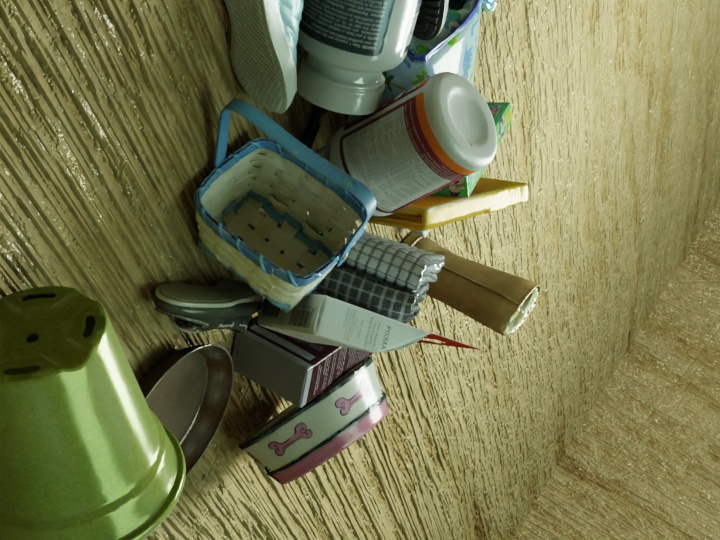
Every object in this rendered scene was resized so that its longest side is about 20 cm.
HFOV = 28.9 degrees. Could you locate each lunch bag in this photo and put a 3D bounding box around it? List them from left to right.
[{"bbox_3d":[0.074,-0.237,1.604,0.200,0.127,0.170,-43,150,-38],"label":"lunch bag"}]

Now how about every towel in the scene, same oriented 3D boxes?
[{"bbox_3d":[0.000,0.000,1.611,0.200,0.165,0.086,-9,117,-81],"label":"towel"}]

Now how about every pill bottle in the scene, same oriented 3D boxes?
[{"bbox_3d":[-0.001,-0.267,1.418,0.120,0.119,0.201,-28,139,-55],"label":"pill bottle"},{"bbox_3d":[0.038,-0.123,1.492,0.200,0.110,0.109,-25,-177,37],"label":"pill bottle"}]

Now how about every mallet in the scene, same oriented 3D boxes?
[{"bbox_3d":[-0.079,-0.089,1.562,0.200,0.041,0.066,-64,159,-9],"label":"mallet"}]

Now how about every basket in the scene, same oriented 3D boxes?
[{"bbox_3d":[-0.081,-0.067,1.407,0.139,0.176,0.200,-48,173,-29],"label":"basket"}]

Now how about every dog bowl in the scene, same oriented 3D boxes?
[{"bbox_3d":[-0.050,0.192,1.751,0.200,0.074,0.200,-34,179,-1],"label":"dog bowl"}]

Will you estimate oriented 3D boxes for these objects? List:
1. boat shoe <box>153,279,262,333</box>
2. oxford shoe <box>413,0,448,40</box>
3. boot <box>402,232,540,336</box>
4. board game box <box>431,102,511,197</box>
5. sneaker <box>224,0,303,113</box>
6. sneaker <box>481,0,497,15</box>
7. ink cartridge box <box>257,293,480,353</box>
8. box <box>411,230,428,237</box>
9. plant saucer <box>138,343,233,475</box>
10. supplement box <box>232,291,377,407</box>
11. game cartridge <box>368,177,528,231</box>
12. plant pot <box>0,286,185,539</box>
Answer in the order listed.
[{"bbox_3d":[-0.161,0.047,1.489,0.200,0.067,0.057,-4,115,-68],"label":"boat shoe"},{"bbox_3d":[0.075,-0.344,1.468,0.084,0.072,0.201,-24,117,-52],"label":"oxford shoe"},{"bbox_3d":[0.119,0.037,1.912,0.175,0.200,0.066,-50,154,-29],"label":"boot"},{"bbox_3d":[0.092,-0.149,1.674,0.200,0.134,0.029,-56,145,-52],"label":"board game box"},{"bbox_3d":[-0.078,-0.239,1.341,0.082,0.074,0.200,-46,154,-28],"label":"sneaker"},{"bbox_3d":[0.168,-0.377,1.724,0.200,0.079,0.131,-15,127,-49],"label":"sneaker"},{"bbox_3d":[0.006,0.074,1.543,0.200,0.162,0.057,24,81,-24],"label":"ink cartridge box"},{"bbox_3d":[0.096,-0.150,1.875,0.145,0.036,0.200,-56,158,-16],"label":"box"},{"bbox_3d":[-0.214,0.165,1.549,0.200,0.034,0.201,-48,154,-32],"label":"plant saucer"},{"bbox_3d":[-0.055,0.080,1.703,0.200,0.109,0.061,-33,142,-49],"label":"supplement box"},{"bbox_3d":[0.073,-0.086,1.668,0.200,0.176,0.033,-14,108,-46],"label":"game cartridge"},{"bbox_3d":[-0.266,0.123,1.216,0.200,0.200,0.185,-44,140,-39],"label":"plant pot"}]
